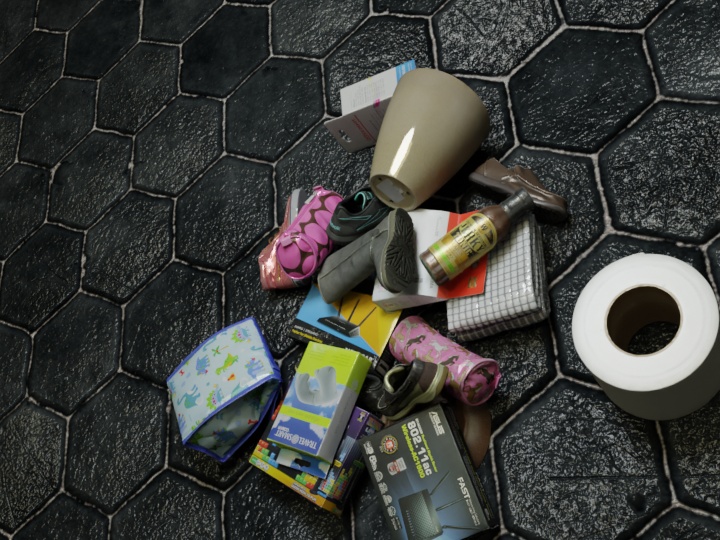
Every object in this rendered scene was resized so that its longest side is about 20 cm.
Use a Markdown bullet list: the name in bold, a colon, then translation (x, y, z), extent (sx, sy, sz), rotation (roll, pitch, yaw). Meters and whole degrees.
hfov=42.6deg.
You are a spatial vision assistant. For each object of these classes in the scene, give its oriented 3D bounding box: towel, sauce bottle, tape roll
- **towel**: translation (0.222, 0.005, 1.507), extent (0.164, 0.085, 0.203), rotation (-19, 53, 30)
- **sauce bottle**: translation (0.185, -0.057, 1.454), extent (0.199, 0.065, 0.065), rotation (-38, 53, 1)
- **tape roll**: translation (0.415, 0.096, 1.315), extent (0.200, 0.139, 0.206), rotation (-13, 61, 24)

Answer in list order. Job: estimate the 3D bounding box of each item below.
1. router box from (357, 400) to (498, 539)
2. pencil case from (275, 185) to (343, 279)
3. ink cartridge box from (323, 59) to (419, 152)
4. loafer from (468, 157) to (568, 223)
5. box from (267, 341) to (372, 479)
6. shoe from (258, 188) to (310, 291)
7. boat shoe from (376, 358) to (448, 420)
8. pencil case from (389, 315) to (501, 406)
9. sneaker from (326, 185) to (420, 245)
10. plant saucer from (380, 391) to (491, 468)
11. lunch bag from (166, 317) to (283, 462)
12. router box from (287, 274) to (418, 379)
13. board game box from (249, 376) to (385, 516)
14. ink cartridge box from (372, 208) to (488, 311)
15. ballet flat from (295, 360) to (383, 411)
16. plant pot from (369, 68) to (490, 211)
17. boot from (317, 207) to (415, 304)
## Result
- **router box**: translation (0.100, 0.320, 1.395), extent (0.148, 0.062, 0.203), rotation (-27, 72, 16)
- **pencil case**: translation (-0.088, -0.071, 1.663), extent (0.089, 0.095, 0.201), rotation (-11, 27, 23)
- **ink cartridge box**: translation (0.038, -0.307, 1.750), extent (0.197, 0.115, 0.069), rotation (-18, 58, 21)
- **loafer**: translation (0.272, -0.145, 1.559), extent (0.199, 0.073, 0.071), rotation (30, 82, 36)
- **box**: translation (-0.070, 0.223, 1.497), extent (0.121, 0.048, 0.202), rotation (7, 67, 42)
- **shoe**: translation (-0.145, -0.058, 1.757), extent (0.090, 0.071, 0.203), rotation (-11, 65, 21)
- **boat shoe**: translation (0.067, 0.174, 1.415), extent (0.072, 0.065, 0.201), rotation (-62, 10, -28)
- **pencil case**: translation (0.132, 0.142, 1.465), extent (0.086, 0.083, 0.199), rotation (-40, 37, -15)
- **sneaker**: translation (0.031, -0.110, 1.632), extent (0.198, 0.080, 0.075), rotation (-25, 52, -29)
- **plant saucer**: translation (0.110, 0.252, 1.476), extent (0.197, 0.037, 0.203), rotation (-13, 59, 23)
- **lunch bag**: translation (-0.229, 0.202, 1.629), extent (0.200, 0.127, 0.171), rotation (-47, 42, 13)
- **router box**: translation (-0.014, 0.086, 1.619), extent (0.198, 0.051, 0.151), rotation (17, 73, 34)
- **board game box**: translation (-0.075, 0.287, 1.532), extent (0.198, 0.057, 0.167), rotation (17, 76, 45)
- **ink cartridge box**: translation (0.116, -0.028, 1.525), extent (0.198, 0.057, 0.165), rotation (-16, 54, 42)
- **ballet flat**: translation (-0.040, 0.194, 1.582), extent (0.198, 0.058, 0.066), rotation (16, 32, 40)
- **plant pot**: translation (0.099, -0.208, 1.595), extent (0.185, 0.188, 0.201), rotation (14, 60, 34)
- **boot**: translation (0.001, 0.002, 1.531), extent (0.199, 0.072, 0.183), rotation (-29, 31, 33)
